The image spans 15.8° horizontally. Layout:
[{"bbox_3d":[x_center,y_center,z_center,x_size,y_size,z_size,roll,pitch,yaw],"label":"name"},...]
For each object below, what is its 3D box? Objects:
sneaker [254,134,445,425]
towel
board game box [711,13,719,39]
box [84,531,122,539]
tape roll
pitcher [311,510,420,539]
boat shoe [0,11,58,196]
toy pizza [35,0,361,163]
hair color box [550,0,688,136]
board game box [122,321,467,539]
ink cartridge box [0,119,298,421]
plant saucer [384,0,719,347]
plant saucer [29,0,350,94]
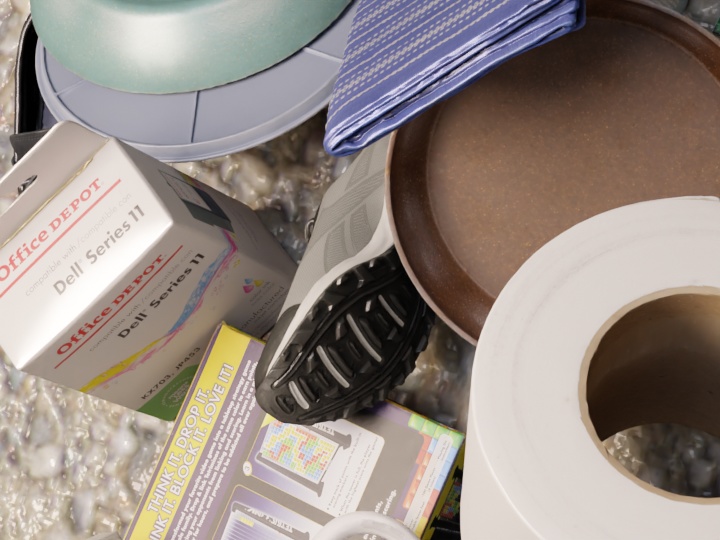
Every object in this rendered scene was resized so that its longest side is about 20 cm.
[{"bbox_3d":[0.000,0.000,1.344,0.079,0.074,0.200,2,47,42],"label":"sneaker"},{"bbox_3d":[0.051,-0.130,1.262,0.144,0.200,0.024,-31,110,20],"label":"towel"},{"bbox_3d":[0.266,-0.189,1.308,0.105,0.023,0.201,25,89,31],"label":"board game box"},{"bbox_3d":[-0.155,0.254,1.314,0.128,0.109,0.201,-31,82,37],"label":"box"},{"bbox_3d":[0.147,0.087,1.187,0.202,0.139,0.204,0,61,0],"label":"tape roll"},{"bbox_3d":[0.029,0.230,1.256,0.171,0.121,0.201,21,82,4],"label":"pitcher"},{"bbox_3d":[-0.167,-0.060,1.469,0.074,0.062,0.201,-5,77,23],"label":"boat shoe"},{"bbox_3d":[-0.080,-0.130,1.423,0.199,0.032,0.201,-8,50,10],"label":"toy pizza"},{"bbox_3d":[0.125,-0.172,1.351,0.099,0.061,0.201,25,90,29],"label":"hair color box"},{"bbox_3d":[-0.039,0.151,1.357,0.165,0.057,0.201,24,89,31],"label":"board game box"},{"bbox_3d":[-0.125,0.004,1.352,0.117,0.200,0.067,-43,63,11],"label":"ink cartridge box"},{"bbox_3d":[0.112,-0.045,1.293,0.199,0.035,0.201,3,110,7],"label":"plant saucer"},{"bbox_3d":[-0.092,-0.182,1.425,0.199,0.036,0.201,-8,50,10],"label":"plant saucer"}]
